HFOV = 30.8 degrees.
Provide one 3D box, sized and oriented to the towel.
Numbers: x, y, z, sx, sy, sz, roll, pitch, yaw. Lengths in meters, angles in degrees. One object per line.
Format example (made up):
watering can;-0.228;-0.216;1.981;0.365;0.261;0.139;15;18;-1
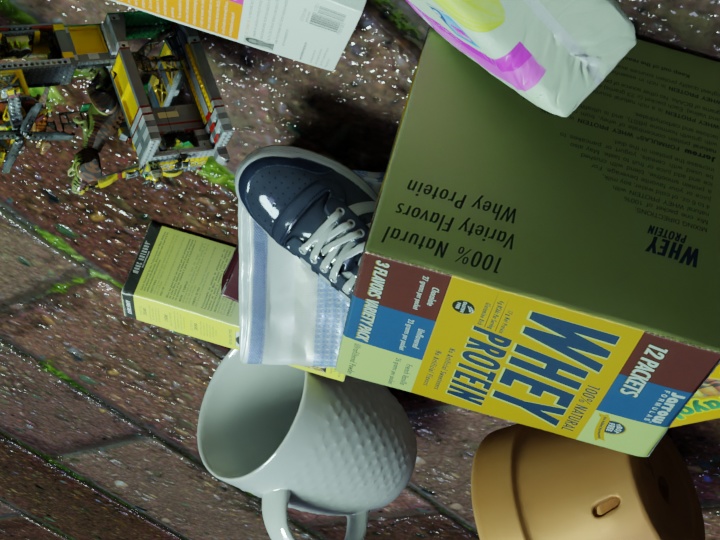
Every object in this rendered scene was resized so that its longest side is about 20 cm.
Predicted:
towel;0.010;0.001;0.930;0.198;0.024;0.148;2;106;-4

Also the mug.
mug;-0.039;0.172;1.190;0.147;0.201;0.175;-25;139;37

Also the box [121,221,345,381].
box;-0.097;0.027;1.110;0.199;0.076;0.050;15;152;3

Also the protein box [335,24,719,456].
protein box;0.109;-0.028;0.773;0.197;0.201;0.135;16;147;1

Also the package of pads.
package of pads;0.030;-0.179;0.645;0.200;0.068;0.155;40;-172;-33

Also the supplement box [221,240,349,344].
supplement box;0.008;0.004;0.974;0.199;0.109;0.061;25;-168;-10

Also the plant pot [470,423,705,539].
plant pot;0.209;0.214;1.149;0.140;0.201;0.200;-26;130;30

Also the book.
book;-0.097;-0.177;0.759;0.199;0.048;0.134;20;174;-6

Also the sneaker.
sneaker;0.000;0.000;0.858;0.200;0.109;0.070;38;109;-16

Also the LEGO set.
LEGO set;-0.177;-0.085;0.859;0.199;0.116;0.154;-6;155;-37

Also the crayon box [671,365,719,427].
crayon box;0.237;0.062;1.008;0.200;0.052;0.125;35;146;-26
